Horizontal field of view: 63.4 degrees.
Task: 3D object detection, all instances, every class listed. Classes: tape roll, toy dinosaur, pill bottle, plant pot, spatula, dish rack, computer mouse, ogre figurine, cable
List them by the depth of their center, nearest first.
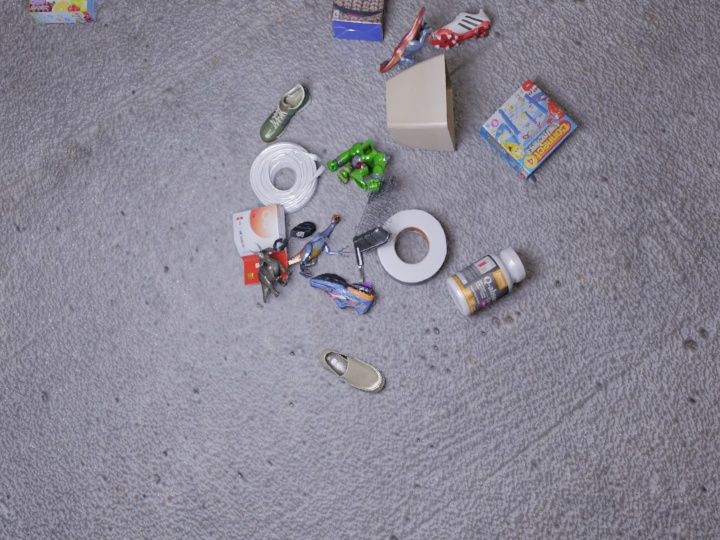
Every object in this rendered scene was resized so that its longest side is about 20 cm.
[{"bbox_3d":[0.340,0.028,1.579,0.196,0.116,0.119,-29,80,-1],"label":"pill bottle"},{"bbox_3d":[-0.247,0.007,1.598,0.102,0.202,0.076,42,57,18],"label":"toy dinosaur"},{"bbox_3d":[0.050,-0.160,1.615,0.054,0.152,0.205,28,67,-23],"label":"dish rack"},{"bbox_3d":[-0.183,-0.088,1.617,0.057,0.200,0.035,11,119,24],"label":"computer mouse"},{"bbox_3d":[0.144,-0.064,1.634,0.193,0.066,0.208,-1,81,4],"label":"tape roll"},{"bbox_3d":[0.168,-0.455,1.642,0.171,0.200,0.207,-3,80,16],"label":"plant pot"},{"bbox_3d":[-0.129,-0.082,1.649,0.194,0.106,0.186,11,63,16],"label":"toy dinosaur"},{"bbox_3d":[0.000,0.000,1.655,0.055,0.020,0.207,-13,77,20],"label":"spatula"},{"bbox_3d":[0.005,-0.301,1.659,0.121,0.198,0.099,-49,122,-14],"label":"ogre figurine"},{"bbox_3d":[0.122,-0.650,1.683,0.178,0.201,0.107,-28,53,8],"label":"toy dinosaur"},{"bbox_3d":[-0.219,-0.271,1.693,0.197,0.069,0.203,32,86,9],"label":"cable"}]

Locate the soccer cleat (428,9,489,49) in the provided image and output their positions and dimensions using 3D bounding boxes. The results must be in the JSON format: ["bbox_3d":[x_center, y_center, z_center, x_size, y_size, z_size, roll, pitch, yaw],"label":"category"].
[{"bbox_3d":[0.291,-0.720,1.733,0.194,0.069,0.088,-16,71,-2],"label":"soccer cleat"}]

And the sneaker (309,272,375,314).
[{"bbox_3d":[-0.058,0.067,1.624,0.195,0.075,0.081,20,108,18],"label":"sneaker"}]

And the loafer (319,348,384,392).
[{"bbox_3d":[-0.027,0.275,1.589,0.195,0.068,0.078,22,83,7],"label":"loafer"}]

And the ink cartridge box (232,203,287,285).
[{"bbox_3d":[-0.286,-0.072,1.645,0.158,0.050,0.207,-8,80,26],"label":"ink cartridge box"}]

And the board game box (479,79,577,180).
[{"bbox_3d":[0.478,-0.404,1.669,0.200,0.056,0.196,-44,80,-3],"label":"board game box"}]

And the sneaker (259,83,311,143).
[{"bbox_3d":[-0.228,-0.470,1.714,0.200,0.090,0.067,-45,81,-3],"label":"sneaker"}]

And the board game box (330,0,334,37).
[{"bbox_3d":[0.002,-0.812,1.749,0.154,0.097,0.207,5,81,5],"label":"board game box"}]

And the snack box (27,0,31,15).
[{"bbox_3d":[-0.936,-0.880,1.844,0.193,0.068,0.175,2,81,3],"label":"snack box"}]
